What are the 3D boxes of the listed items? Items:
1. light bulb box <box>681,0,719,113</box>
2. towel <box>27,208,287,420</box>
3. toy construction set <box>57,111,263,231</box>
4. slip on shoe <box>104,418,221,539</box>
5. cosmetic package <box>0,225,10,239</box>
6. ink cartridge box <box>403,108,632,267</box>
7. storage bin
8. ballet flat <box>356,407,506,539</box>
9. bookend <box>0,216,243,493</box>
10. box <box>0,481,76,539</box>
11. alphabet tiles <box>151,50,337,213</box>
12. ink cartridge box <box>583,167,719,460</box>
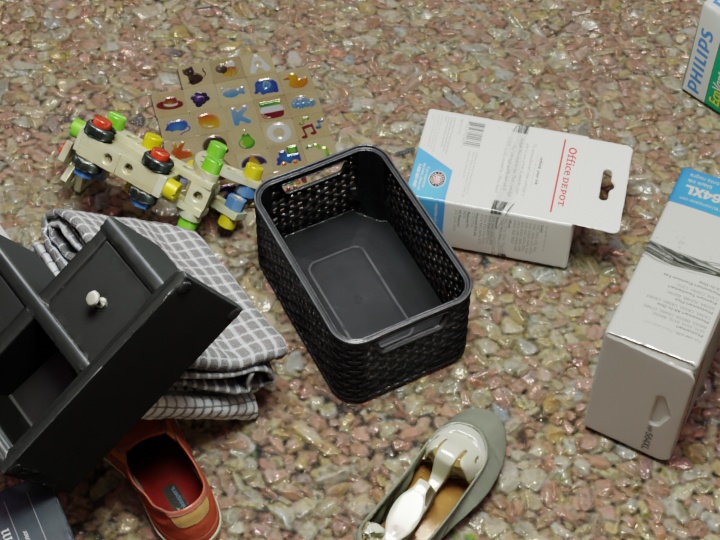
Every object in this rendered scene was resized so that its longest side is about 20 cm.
[{"bbox_3d":[0.463,-0.222,1.526,0.200,0.125,0.198,38,61,24],"label":"light bulb box"},{"bbox_3d":[-0.171,0.033,1.298,0.165,0.086,0.200,9,34,-52],"label":"towel"},{"bbox_3d":[-0.199,-0.098,1.430,0.198,0.093,0.131,14,14,13],"label":"toy construction set"},{"bbox_3d":[-0.180,0.146,1.282,0.074,0.061,0.200,-27,56,-18],"label":"slip on shoe"},{"bbox_3d":[-0.376,-0.015,1.353,0.112,0.081,0.200,-32,63,-26],"label":"cosmetic package"},{"bbox_3d":[0.149,-0.075,1.447,0.198,0.068,0.117,11,53,8],"label":"ink cartridge box"},{"bbox_3d":[0.000,0.000,1.374,0.134,0.094,0.201,-22,57,-16],"label":"storage bin"},{"bbox_3d":[0.063,0.178,1.257,0.067,0.064,0.200,28,57,20],"label":"ballet flat"},{"bbox_3d":[-0.231,0.026,1.176,0.200,0.092,0.199,-45,62,5],"label":"bookend"},{"bbox_3d":[-0.296,0.273,1.155,0.199,0.107,0.149,-22,56,-16],"label":"box"},{"bbox_3d":[-0.117,-0.142,1.536,0.165,0.006,0.201,-12,54,-9],"label":"alphabet tiles"},{"bbox_3d":[0.271,0.037,1.314,0.084,0.147,0.201,22,55,16],"label":"ink cartridge box"}]
